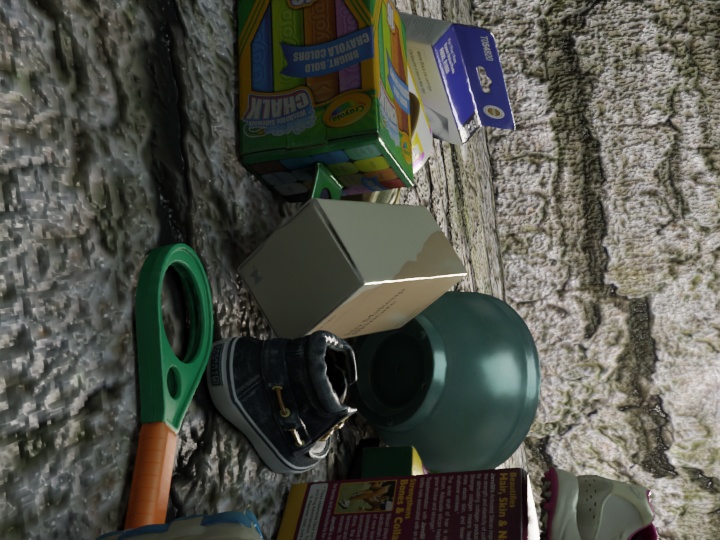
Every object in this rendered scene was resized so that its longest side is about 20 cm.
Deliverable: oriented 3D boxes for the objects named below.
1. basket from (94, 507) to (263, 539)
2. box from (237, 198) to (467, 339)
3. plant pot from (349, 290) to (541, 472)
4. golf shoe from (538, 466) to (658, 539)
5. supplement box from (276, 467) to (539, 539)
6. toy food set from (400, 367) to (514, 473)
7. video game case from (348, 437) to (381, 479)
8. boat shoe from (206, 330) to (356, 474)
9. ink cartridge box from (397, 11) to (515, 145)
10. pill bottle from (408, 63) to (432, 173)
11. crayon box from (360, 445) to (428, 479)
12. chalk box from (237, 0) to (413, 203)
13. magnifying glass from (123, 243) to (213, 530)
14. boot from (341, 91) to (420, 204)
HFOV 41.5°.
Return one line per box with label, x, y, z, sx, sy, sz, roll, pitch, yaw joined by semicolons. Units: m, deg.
basket;-0.080;0.206;0.405;0.200;0.137;0.179;-86;166;-70
box;0.000;0.000;0.784;0.078;0.095;0.199;57;26;15
plant pot;0.071;0.111;1.003;0.133;0.199;0.204;16;65;-44
golf shoe;0.187;0.235;0.746;0.076;0.090;0.202;-82;165;-47
supplement box;0.037;0.239;0.730;0.132;0.197;0.104;-73;152;-56
toy food set;0.104;0.144;1.096;0.048;0.197;0.203;16;54;-43
video game case;0.012;0.302;0.953;0.201;0.025;0.183;-69;149;-62
boat shoe;-0.037;0.105;0.719;0.201;0.089;0.072;58;29;-60
ink cartridge box;0.069;-0.219;1.088;0.041;0.197;0.200;-65;154;-17
pill bottle;0.009;-0.188;1.014;0.201;0.102;0.106;62;25;-55
crayon box;0.046;0.297;0.924;0.201;0.057;0.175;66;24;-47
chalk box;-0.027;-0.134;0.808;0.125;0.122;0.204;38;47;-70
magnifying glass;-0.118;0.075;0.566;0.080;0.022;0.203;63;23;-54
boot;0.018;-0.068;0.972;0.156;0.072;0.203;53;55;-65
